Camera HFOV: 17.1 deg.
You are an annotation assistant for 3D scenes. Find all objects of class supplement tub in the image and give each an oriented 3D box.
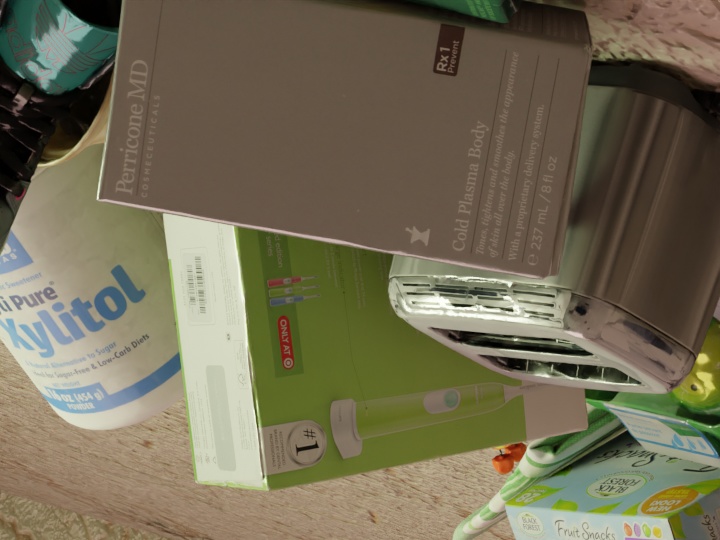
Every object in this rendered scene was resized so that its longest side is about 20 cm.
[{"bbox_3d":[-0.170,-0.018,1.385,0.131,0.132,0.201,6,140,44],"label":"supplement tub"}]

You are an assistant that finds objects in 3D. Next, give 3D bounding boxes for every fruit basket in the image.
[{"bbox_3d":[0.153,0.029,1.334,0.200,0.094,0.185,36,165,-32],"label":"fruit basket"}]

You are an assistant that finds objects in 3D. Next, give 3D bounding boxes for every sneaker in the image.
[{"bbox_3d":[-0.160,-0.085,1.128,0.083,0.201,0.120,25,151,-26],"label":"sneaker"}]

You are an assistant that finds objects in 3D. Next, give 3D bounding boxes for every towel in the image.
[{"bbox_3d":[0.143,0.114,1.579,0.023,0.152,0.200,56,159,9],"label":"towel"}]

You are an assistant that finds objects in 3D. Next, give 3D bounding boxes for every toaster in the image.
[{"bbox_3d":[0.103,-0.019,1.131,0.113,0.130,0.199,28,164,-39],"label":"toaster"}]

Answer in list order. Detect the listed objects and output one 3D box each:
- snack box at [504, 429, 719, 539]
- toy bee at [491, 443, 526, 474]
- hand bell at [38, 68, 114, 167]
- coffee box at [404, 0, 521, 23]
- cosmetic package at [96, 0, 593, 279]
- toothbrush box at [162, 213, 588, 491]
[{"bbox_3d":[0.216,0.131,1.463,0.168,0.199,0.068,-4,111,58],"label":"snack box"},{"bbox_3d":[0.074,0.077,1.566,0.130,0.110,0.200,-17,-147,-31],"label":"toy bee"},{"bbox_3d":[-0.081,-0.087,1.274,0.199,0.105,0.104,13,174,-41],"label":"hand bell"},{"bbox_3d":[-0.037,-0.159,0.947,0.198,0.044,0.123,14,167,18],"label":"coffee box"},{"bbox_3d":[-0.007,-0.071,1.021,0.198,0.108,0.090,7,-163,-1],"label":"cosmetic package"},{"bbox_3d":[0.009,0.025,1.240,0.199,0.147,0.086,-9,-177,-29],"label":"toothbrush box"}]
